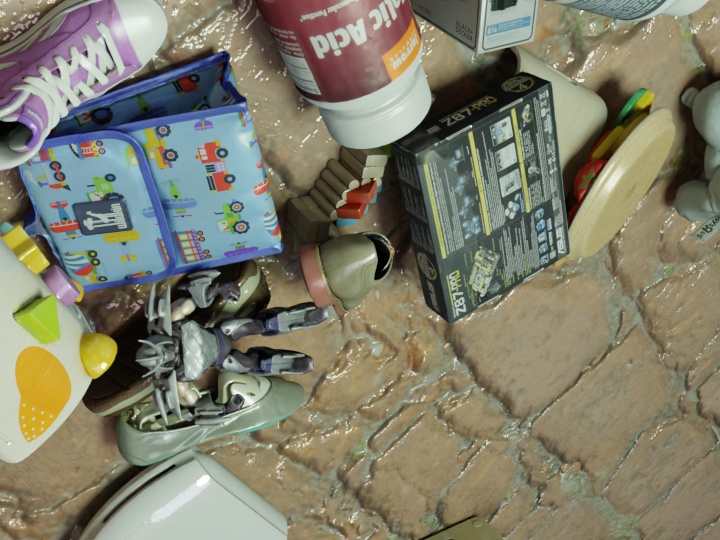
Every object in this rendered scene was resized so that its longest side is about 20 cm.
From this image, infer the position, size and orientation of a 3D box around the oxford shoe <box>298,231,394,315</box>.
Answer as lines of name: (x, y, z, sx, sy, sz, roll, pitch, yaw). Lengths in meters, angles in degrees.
oxford shoe: (0.000, 0.000, 0.868, 0.074, 0.200, 0.071, -18, 90, 8)

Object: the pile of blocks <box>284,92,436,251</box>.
pile of blocks: (0.011, -0.085, 0.886, 0.200, 0.062, 0.082, -50, 134, 8)

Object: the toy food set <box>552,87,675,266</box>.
toy food set: (0.277, -0.097, 1.026, 0.198, 0.049, 0.200, -48, 158, -12)

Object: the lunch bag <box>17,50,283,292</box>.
lunch bag: (-0.180, -0.070, 0.768, 0.199, 0.094, 0.151, -17, 132, -7)

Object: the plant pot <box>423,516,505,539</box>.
plant pot: (0.152, 0.469, 1.300, 0.199, 0.200, 0.178, -16, 118, -23)

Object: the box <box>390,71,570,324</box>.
box: (0.123, -0.067, 0.904, 0.161, 0.049, 0.201, -31, 128, -19)

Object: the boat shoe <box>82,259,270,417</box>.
boat shoe: (-0.164, 0.072, 0.876, 0.202, 0.075, 0.075, -39, 140, -4)

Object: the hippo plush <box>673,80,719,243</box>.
hippo plush: (0.424, -0.144, 1.092, 0.200, 0.159, 0.161, -29, 104, -33)

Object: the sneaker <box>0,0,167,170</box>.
sneaker: (-0.216, -0.129, 0.668, 0.200, 0.114, 0.073, -32, 132, -12)

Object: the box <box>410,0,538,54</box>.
box: (0.095, -0.293, 0.755, 0.060, 0.117, 0.201, -18, 129, -22)

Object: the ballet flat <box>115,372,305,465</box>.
ballet flat: (-0.147, 0.136, 0.939, 0.199, 0.067, 0.064, -18, 122, -23)

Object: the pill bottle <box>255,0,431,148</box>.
pill bottle: (-0.016, -0.202, 0.747, 0.114, 0.114, 0.200, -35, 134, -8)

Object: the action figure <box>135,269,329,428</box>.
action figure: (-0.116, 0.064, 0.808, 0.200, 0.069, 0.131, -3, 98, -53)

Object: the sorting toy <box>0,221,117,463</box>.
sorting toy: (-0.273, 0.001, 0.670, 0.107, 0.200, 0.180, -32, 130, -14)

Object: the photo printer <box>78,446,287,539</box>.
photo printer: (-0.191, 0.283, 1.011, 0.166, 0.069, 0.200, -39, 134, -3)

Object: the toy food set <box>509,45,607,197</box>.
toy food set: (0.158, -0.119, 0.971, 0.143, 0.060, 0.201, 19, 102, -38)

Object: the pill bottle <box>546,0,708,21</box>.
pill bottle: (0.232, -0.291, 0.845, 0.199, 0.120, 0.120, 2, 120, -35)
